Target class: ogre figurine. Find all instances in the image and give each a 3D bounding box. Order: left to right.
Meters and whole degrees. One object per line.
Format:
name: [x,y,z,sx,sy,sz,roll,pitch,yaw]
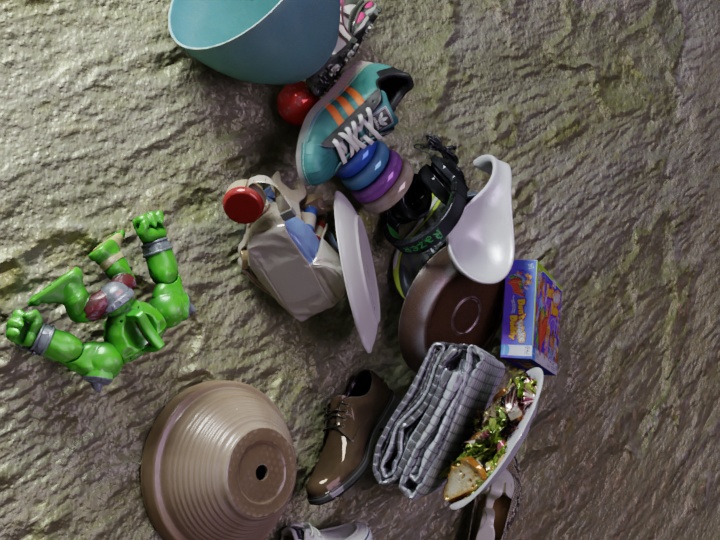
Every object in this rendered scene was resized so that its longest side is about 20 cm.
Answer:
ogre figurine: [-0.257,0.039,1.181,0.120,0.098,0.200,55,41,-11]

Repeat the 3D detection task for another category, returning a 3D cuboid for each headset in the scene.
headset: [0.095,-0.101,1.511,0.094,0.123,0.201,38,42,-34]

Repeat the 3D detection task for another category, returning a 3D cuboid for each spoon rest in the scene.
spoon rest: [0.164,-0.072,1.494,0.099,0.061,0.201,23,56,-17]

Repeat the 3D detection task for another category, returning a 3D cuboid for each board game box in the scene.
board game box: [0.244,0.071,1.621,0.200,0.044,0.136,30,63,-68]

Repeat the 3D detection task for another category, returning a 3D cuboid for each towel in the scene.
towel: [0.096,0.181,1.437,0.201,0.085,0.165,-65,161,0]

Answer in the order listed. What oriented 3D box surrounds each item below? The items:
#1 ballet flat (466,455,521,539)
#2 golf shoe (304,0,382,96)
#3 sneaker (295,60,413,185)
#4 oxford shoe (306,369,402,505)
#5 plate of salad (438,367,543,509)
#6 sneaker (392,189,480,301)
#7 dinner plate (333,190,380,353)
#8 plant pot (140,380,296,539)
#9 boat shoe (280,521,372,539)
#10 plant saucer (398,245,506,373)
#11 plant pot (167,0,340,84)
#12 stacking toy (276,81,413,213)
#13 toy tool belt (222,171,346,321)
ballet flat: [0.181,0.336,1.573,0.075,0.067,0.202,62,40,-70]
golf shoe: [-0.044,-0.285,1.407,0.088,0.077,0.200,32,39,-6]
sneaker: [-0.005,-0.177,1.344,0.201,0.079,0.072,-60,142,-32]
oxford shoe: [-0.024,0.201,1.404,0.085,0.072,0.200,54,42,-22]
plate of salad: [0.155,0.197,1.378,0.048,0.200,0.201,33,61,-3]
sneaker: [0.108,-0.038,1.537,0.074,0.081,0.201,42,59,-31]
dinner plate: [0.000,0.000,1.389,0.200,0.024,0.202,-10,90,-83]
plant pot: [-0.138,0.225,1.278,0.200,0.092,0.203,3,85,-43]
boat shoe: [-0.068,0.334,1.352,0.199,0.071,0.070,-21,103,-35]
plant saucer: [0.134,0.056,1.535,0.199,0.032,0.202,-21,124,-34]
plant pot: [-0.099,-0.291,1.299,0.135,0.199,0.201,42,59,-44]
stacking toy: [-0.024,-0.163,1.430,0.200,0.085,0.086,43,59,-27]
toy tool belt: [-0.090,-0.048,1.347,0.200,0.124,0.123,55,22,-29]
